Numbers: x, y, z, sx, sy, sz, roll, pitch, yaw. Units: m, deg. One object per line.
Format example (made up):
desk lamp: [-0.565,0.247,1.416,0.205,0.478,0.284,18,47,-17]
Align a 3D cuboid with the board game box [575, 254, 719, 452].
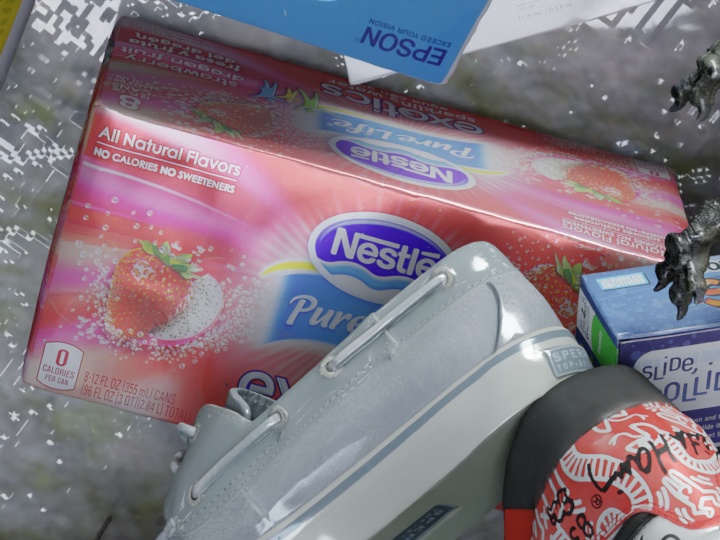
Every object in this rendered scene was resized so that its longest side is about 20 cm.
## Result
board game box: [0.162,0.052,0.844,0.199,0.035,0.136,-8,125,-15]

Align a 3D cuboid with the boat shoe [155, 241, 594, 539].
boat shoe: [-0.019,0.066,0.817,0.201,0.070,0.072,-38,64,17]

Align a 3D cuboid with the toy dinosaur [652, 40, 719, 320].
toy dinosaur: [0.130,-0.031,0.760,0.088,0.047,0.201,-7,94,-19]

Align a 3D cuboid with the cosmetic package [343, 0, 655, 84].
cosmetic package: [0.081,-0.130,0.868,0.199,0.051,0.083,-14,112,5]

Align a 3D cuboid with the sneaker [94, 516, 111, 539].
sneaker: [-0.124,0.138,0.953,0.199,0.075,0.081,-5,110,2]

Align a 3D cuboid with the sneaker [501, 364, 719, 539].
sneaker: [0.085,0.136,0.779,0.067,0.108,0.202,-16,129,-22]

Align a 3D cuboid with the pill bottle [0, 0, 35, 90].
pill bottle: [-0.160,-0.093,0.847,0.111,0.112,0.201,22,108,-8]

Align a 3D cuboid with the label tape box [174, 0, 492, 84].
label tape box: [-0.001,-0.170,0.777,0.143,0.066,0.201,16,118,-18]

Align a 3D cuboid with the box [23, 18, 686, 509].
box: [0.000,0.000,0.883,0.199,0.095,0.103,16,111,-6]
